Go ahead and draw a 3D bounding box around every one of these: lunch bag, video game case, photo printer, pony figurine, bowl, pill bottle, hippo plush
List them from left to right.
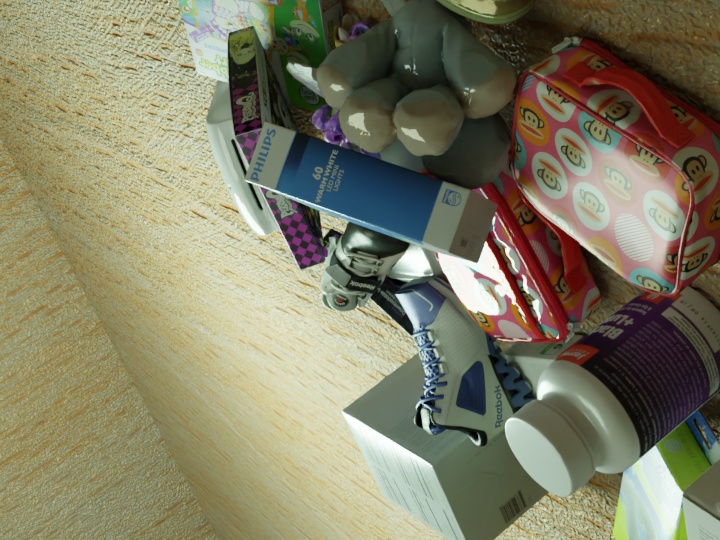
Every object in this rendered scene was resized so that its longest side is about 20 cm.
[{"bbox_3d":[-0.124,-0.148,1.568,0.200,0.069,0.167,-87,-21,-60],"label":"photo printer"},{"bbox_3d":[-0.090,-0.131,1.409,0.182,0.036,0.200,-98,-11,-46],"label":"video game case"},{"bbox_3d":[-0.004,-0.155,1.304,0.193,0.166,0.201,-144,58,-74],"label":"pony figurine"},{"bbox_3d":[0.054,-0.062,1.443,0.200,0.075,0.200,62,159,-15],"label":"bowl"},{"bbox_3d":[0.054,-0.150,1.153,0.161,0.159,0.201,63,-172,-57],"label":"hippo plush"},{"bbox_3d":[0.148,-0.025,1.276,0.176,0.082,0.200,-1,123,61],"label":"lunch bag"},{"bbox_3d":[0.225,0.105,1.145,0.111,0.200,0.112,44,156,26],"label":"pill bottle"},{"bbox_3d":[0.209,-0.092,1.054,0.200,0.082,0.176,42,155,32],"label":"lunch bag"}]

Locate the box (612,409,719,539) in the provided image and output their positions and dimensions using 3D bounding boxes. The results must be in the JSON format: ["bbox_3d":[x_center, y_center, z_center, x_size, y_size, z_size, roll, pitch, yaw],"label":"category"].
[{"bbox_3d":[0.288,0.219,1.223,0.122,0.047,0.201,-110,16,-52],"label":"box"}]

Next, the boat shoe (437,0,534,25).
[{"bbox_3d":[0.070,-0.284,1.086,0.201,0.073,0.063,54,165,24],"label":"boat shoe"}]

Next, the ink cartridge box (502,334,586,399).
[{"bbox_3d":[0.237,0.123,1.358,0.109,0.050,0.200,60,158,-13],"label":"ink cartridge box"}]

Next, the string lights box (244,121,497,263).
[{"bbox_3d":[0.010,-0.068,1.160,0.199,0.059,0.103,20,-178,19],"label":"string lights box"}]

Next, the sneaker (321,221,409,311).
[{"bbox_3d":[0.000,0.000,1.402,0.074,0.089,0.200,20,164,-6],"label":"sneaker"}]

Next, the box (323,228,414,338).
[{"bbox_3d":[0.051,0.035,1.554,0.200,0.036,0.143,44,-171,29],"label":"box"}]

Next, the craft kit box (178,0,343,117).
[{"bbox_3d":[-0.109,-0.276,1.431,0.199,0.049,0.198,21,148,24],"label":"craft kit box"}]

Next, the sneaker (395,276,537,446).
[{"bbox_3d":[0.094,0.111,1.396,0.200,0.115,0.081,52,160,-8],"label":"sneaker"}]

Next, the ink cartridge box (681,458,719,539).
[{"bbox_3d":[0.377,0.243,1.099,0.146,0.147,0.200,34,151,45],"label":"ink cartridge box"}]

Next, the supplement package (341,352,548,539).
[{"bbox_3d":[0.111,0.217,1.621,0.200,0.152,0.151,23,143,54],"label":"supplement package"}]
